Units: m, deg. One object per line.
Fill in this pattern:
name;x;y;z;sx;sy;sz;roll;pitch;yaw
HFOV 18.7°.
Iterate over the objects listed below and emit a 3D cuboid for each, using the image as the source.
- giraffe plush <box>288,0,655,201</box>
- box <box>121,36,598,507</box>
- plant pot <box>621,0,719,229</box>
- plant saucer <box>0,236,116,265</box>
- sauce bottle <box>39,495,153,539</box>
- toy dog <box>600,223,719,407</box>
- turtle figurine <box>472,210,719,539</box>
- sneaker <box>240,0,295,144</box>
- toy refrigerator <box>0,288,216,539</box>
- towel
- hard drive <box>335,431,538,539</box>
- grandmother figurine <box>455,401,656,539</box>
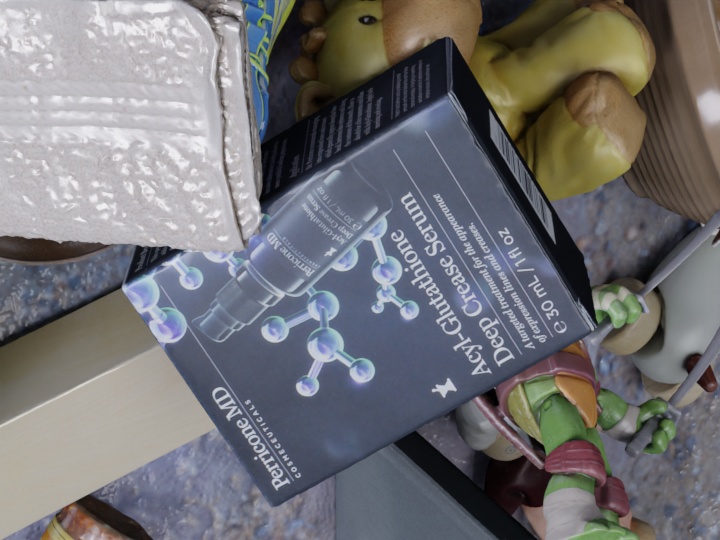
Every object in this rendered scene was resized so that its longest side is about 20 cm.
giraffe plush;0.045;-0.109;1.229;0.162;0.173;0.200;36;108;-26
box;0.000;0.000;1.142;0.199;0.107;0.149;-30;108;13
plant pot;0.198;-0.105;1.321;0.092;0.202;0.201;-16;127;19
plant saucer;-0.164;-0.102;1.171;0.199;0.032;0.202;-13;118;-25
sauce bottle;-0.196;0.229;1.281;0.066;0.066;0.201;31;92;-37
toy dog;0.237;0.004;1.421;0.131;0.096;0.201;10;106;-34
turtle figurine;0.156;0.075;1.259;0.198;0.195;0.144;3;151;-13
sneaker;-0.065;-0.111;1.140;0.076;0.105;0.201;32;87;-42
toy refrigerator;-0.160;0.073;1.232;0.199;0.070;0.076;-27;130;-18
towel;-0.144;-0.074;1.057;0.198;0.035;0.134;3;118;16
hard drive;0.044;0.179;1.319;0.033;0.200;0.141;-12;117;-26
grandmother figurine;0.126;0.136;1.441;0.122;0.060;0.200;-53;130;-11
